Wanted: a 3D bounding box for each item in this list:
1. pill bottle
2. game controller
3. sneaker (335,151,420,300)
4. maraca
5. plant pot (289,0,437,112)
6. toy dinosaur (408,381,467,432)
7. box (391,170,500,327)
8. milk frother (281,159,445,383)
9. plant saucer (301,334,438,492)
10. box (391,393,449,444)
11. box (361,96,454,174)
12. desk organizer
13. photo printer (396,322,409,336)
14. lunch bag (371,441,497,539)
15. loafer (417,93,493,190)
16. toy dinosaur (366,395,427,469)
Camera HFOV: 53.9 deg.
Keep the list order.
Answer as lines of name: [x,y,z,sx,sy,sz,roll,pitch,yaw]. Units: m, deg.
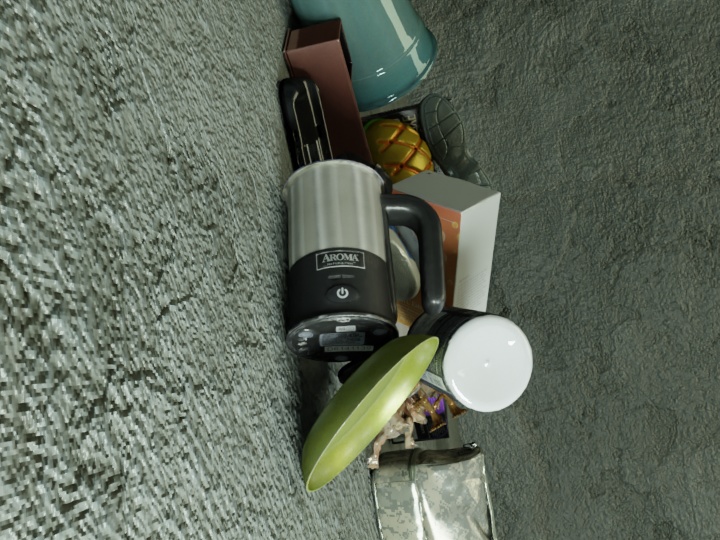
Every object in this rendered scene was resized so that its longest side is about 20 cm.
pill bottle: [0.116,0.097,0.847,0.200,0.105,0.107,-175,-106,-77]
game controller: [-0.065,-0.150,0.922,0.104,0.042,0.202,-39,119,-62]
sneaker: [0.023,-0.063,0.918,0.200,0.076,0.112,50,38,-17]
maraca: [0.063,-0.147,1.108,0.136,0.107,0.202,-16,80,-38]
plant pot: [-0.008,-0.378,1.046,0.197,0.198,0.202,57,24,-47]
toy dinosaur: [0.105,0.170,1.028,0.107,0.060,0.200,62,7,10]
box: [0.108,-0.020,0.983,0.097,0.124,0.202,-27,129,-43]
milk frother: [-0.010,0.015,0.803,0.200,0.179,0.190,125,-33,-54]
plant saucer: [0.005,0.137,0.718,0.031,0.200,0.200,39,-2,17]
box: [0.096,0.195,1.273,0.201,0.105,0.123,-84,163,-58]
box: [0.094,-0.179,1.209,0.050,0.156,0.202,-108,-175,-70]
desk organizer: [-0.041,-0.242,1.003,0.072,0.076,0.201,-88,165,-49]
photo printer: [0.035,0.080,1.146,0.200,0.069,0.168,32,49,-77]
lunch bag: [0.116,0.365,1.048,0.139,0.166,0.202,13,68,-79]
loafer: [0.143,-0.190,1.152,0.201,0.072,0.063,59,-15,-15]
toy dinosaur: [0.035,0.186,1.008,0.136,0.085,0.201,-89,163,-45]
